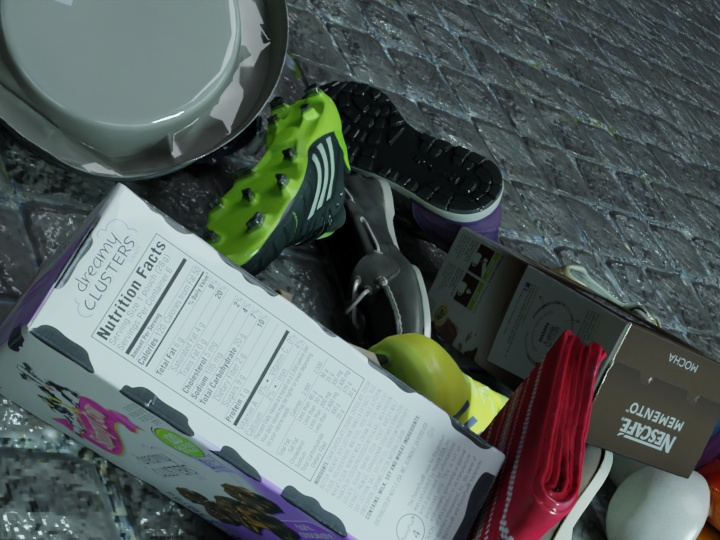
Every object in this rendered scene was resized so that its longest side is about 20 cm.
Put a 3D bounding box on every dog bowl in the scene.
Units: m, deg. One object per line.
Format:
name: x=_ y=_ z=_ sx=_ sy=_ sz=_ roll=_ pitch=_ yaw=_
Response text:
dog bowl: x=-0.146 y=-0.146 z=0.761 sx=0.198 sy=0.059 sz=0.203 roll=5 pitch=74 yaw=-16

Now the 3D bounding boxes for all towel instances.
towel: x=0.043 y=0.129 z=0.580 sx=0.022 sy=0.201 sz=0.145 roll=34 pitch=29 yaw=-1

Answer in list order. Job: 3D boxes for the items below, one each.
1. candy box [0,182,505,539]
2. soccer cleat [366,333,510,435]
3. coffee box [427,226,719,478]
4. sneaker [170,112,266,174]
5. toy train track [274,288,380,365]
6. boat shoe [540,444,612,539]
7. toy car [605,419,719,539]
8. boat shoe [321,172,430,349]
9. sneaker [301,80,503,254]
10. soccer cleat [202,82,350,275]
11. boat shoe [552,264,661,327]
candy box: x=-0.063 y=0.063 z=0.568 sx=0.199 sy=0.167 sz=0.072 roll=35 pitch=68 yaw=-14
soccer cleat: x=0.045 y=0.076 z=0.682 sx=0.065 sy=0.083 sz=0.201 roll=59 pitch=-10 yaw=26
coffee box: x=0.142 y=0.051 z=0.858 sx=0.112 sy=0.080 sz=0.200 roll=23 pitch=7 yaw=-32
sneaker: x=-0.138 y=-0.130 z=0.825 sx=0.198 sy=0.080 sz=0.130 roll=31 pitch=20 yaw=-42
toy train track: x=-0.048 y=0.024 z=0.659 sx=0.114 sy=0.033 sz=0.199 roll=23 pitch=-4 yaw=-33
boat shoe: x=0.103 y=0.140 z=0.784 sx=0.060 sy=0.072 sz=0.200 roll=45 pitch=33 yaw=1
toy car: x=0.272 y=0.159 z=0.886 sx=0.174 sy=0.150 sz=0.201 roll=36 pitch=29 yaw=-12
boat shoe: x=0.000 y=0.000 z=0.855 sx=0.056 sy=0.067 sz=0.201 roll=9 pitch=34 yaw=-17
sneaker: x=0.024 y=-0.069 z=0.982 sx=0.076 sy=0.088 sz=0.199 roll=-38 pitch=57 yaw=-23
soccer cleat: x=-0.043 y=-0.043 z=0.798 sx=0.082 sy=0.067 sz=0.201 roll=64 pitch=27 yaw=-27
boat shoe: x=0.215 y=0.066 z=1.025 sx=0.199 sy=0.068 sz=0.075 roll=30 pitch=31 yaw=-23
